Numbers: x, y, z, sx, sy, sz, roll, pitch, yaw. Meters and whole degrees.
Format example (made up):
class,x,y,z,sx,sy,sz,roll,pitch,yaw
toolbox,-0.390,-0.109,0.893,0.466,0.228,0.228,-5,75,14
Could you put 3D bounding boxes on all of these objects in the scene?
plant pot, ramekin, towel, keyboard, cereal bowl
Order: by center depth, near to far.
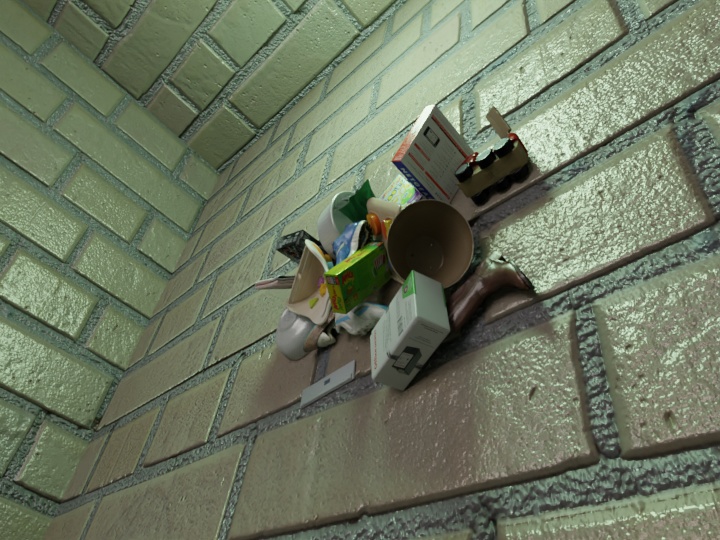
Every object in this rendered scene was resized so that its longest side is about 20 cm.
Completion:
class,x,y,z,sx,sy,sz,roll,pitch,yaw
plant pot,0.154,-0.045,1.275,0.203,0.198,0.135,-54,-7,-8
keyboard,-0.085,0.292,1.403,0.198,0.011,0.057,-35,27,29
ramekin,-0.034,-0.119,1.610,0.097,0.198,0.205,-32,33,42
cereal bowl,-0.186,0.158,1.632,0.198,0.083,0.203,-37,32,27
towel,-0.203,0.036,1.682,0.189,0.194,0.034,-11,80,59

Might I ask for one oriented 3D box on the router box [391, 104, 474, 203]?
class,x,y,z,sx,sy,sz,roll,pitch,yaw
router box,0.198,-0.296,1.453,0.182,0.199,0.048,-56,30,-12

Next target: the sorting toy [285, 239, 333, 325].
class,x,y,z,sx,sy,sz,roll,pitch,yaw
sorting toy,-0.116,0.053,1.510,0.181,0.104,0.205,53,127,56

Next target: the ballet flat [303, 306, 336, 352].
class,x,y,z,sx,sy,sz,roll,pitch,yaw
ballet flat,-0.081,0.156,1.500,0.067,0.068,0.202,38,92,35

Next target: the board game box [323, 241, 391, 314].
class,x,y,z,sx,sy,sz,roll,pitch,yaw
board game box,-0.003,0.015,1.383,0.047,0.105,0.199,3,26,39

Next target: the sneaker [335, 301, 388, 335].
class,x,y,z,sx,sy,sz,roll,pitch,yaw
sneaker,0.012,0.123,1.395,0.196,0.075,0.084,-6,75,47

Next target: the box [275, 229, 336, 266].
class,x,y,z,sx,sy,sz,roll,pitch,yaw
box,-0.141,-0.040,1.657,0.156,0.197,0.051,-8,53,59

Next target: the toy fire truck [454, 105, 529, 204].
class,x,y,z,sx,sy,sz,roll,pitch,yaw
toy fire truck,0.323,-0.296,1.370,0.174,0.129,0.202,-30,23,35

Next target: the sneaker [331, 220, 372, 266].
class,x,y,z,sx,sy,sz,roll,pitch,yaw
sneaker,-0.036,-0.036,1.446,0.087,0.079,0.205,3,62,37

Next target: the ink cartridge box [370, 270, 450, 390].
class,x,y,z,sx,sy,sz,roll,pitch,yaw
ink cartridge box,0.100,0.129,1.168,0.148,0.082,0.202,-90,25,-51

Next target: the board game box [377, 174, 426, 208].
class,x,y,z,sx,sy,sz,roll,pitch,yaw
board game box,0.133,-0.165,1.502,0.103,0.104,0.201,-46,28,8

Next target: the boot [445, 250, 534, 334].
class,x,y,z,sx,sy,sz,roll,pitch,yaw
boot,0.242,0.065,1.111,0.200,0.064,0.187,-46,15,5

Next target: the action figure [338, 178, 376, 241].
class,x,y,z,sx,sy,sz,roll,pitch,yaw
action figure,0.024,-0.143,1.542,0.118,0.201,0.055,-42,35,-7

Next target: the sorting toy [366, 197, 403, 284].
class,x,y,z,sx,sy,sz,roll,pitch,yaw
sorting toy,0.067,-0.078,1.439,0.035,0.207,0.184,-15,19,-21
